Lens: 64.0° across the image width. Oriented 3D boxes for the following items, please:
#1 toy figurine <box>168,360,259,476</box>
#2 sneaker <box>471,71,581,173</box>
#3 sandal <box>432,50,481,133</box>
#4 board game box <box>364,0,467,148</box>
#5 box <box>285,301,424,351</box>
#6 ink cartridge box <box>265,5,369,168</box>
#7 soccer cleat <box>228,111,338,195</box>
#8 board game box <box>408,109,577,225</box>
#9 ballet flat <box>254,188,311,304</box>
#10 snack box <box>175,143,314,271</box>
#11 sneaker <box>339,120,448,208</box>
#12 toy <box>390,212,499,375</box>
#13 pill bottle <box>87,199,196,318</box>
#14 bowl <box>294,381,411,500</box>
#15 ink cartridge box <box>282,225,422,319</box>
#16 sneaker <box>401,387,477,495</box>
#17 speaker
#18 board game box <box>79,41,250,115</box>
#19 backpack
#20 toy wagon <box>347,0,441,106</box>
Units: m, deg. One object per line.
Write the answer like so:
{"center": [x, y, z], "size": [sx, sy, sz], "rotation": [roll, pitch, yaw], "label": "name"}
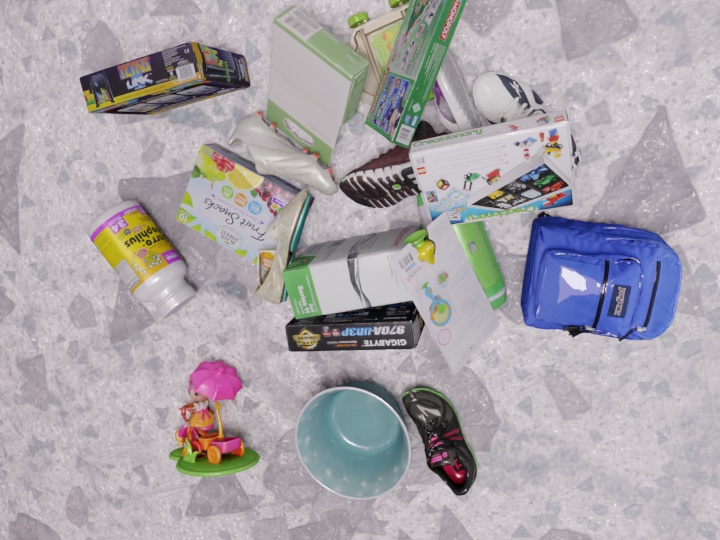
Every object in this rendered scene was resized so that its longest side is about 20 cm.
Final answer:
{"center": [-0.280, 0.259, 1.066], "size": [0.199, 0.149, 0.186], "rotation": [-2, 89, 40], "label": "toy figurine"}
{"center": [0.232, -0.201, 0.800], "size": [0.079, 0.130, 0.200], "rotation": [-38, 92, 18], "label": "sneaker"}
{"center": [0.132, -0.232, 0.832], "size": [0.049, 0.083, 0.204], "rotation": [-18, 111, 30], "label": "sandal"}
{"center": [0.070, -0.280, 0.783], "size": [0.029, 0.135, 0.201], "rotation": [15, 109, -21], "label": "board game box"}
{"center": [0.000, 0.075, 0.911], "size": [0.198, 0.159, 0.046], "rotation": [-4, 105, 15], "label": "box"}
{"center": [-0.073, -0.268, 0.871], "size": [0.145, 0.048, 0.200], "rotation": [39, 152, 9], "label": "ink cartridge box"}
{"center": [-0.123, -0.173, 0.928], "size": [0.199, 0.069, 0.078], "rotation": [38, 83, 9], "label": "soccer cleat"}
{"center": [0.176, -0.127, 0.760], "size": [0.198, 0.035, 0.127], "rotation": [-8, 131, 19], "label": "board game box"}
{"center": [-0.129, -0.038, 0.917], "size": [0.062, 0.068, 0.202], "rotation": [16, 110, -1], "label": "ballet flat"}
{"center": [-0.196, -0.105, 0.975], "size": [0.199, 0.053, 0.143], "rotation": [28, 110, 5], "label": "snack box"}
{"center": [0.061, -0.167, 0.891], "size": [0.199, 0.116, 0.076], "rotation": [-3, 144, 44], "label": "sneaker"}
{"center": [0.114, 0.032, 0.817], "size": [0.047, 0.115, 0.201], "rotation": [8, 133, 54], "label": "toy"}
{"center": [-0.379, -0.017, 1.018], "size": [0.104, 0.104, 0.201], "rotation": [-37, 92, 19], "label": "pill bottle"}
{"center": [-0.002, 0.273, 0.987], "size": [0.199, 0.105, 0.203], "rotation": [3, 103, 14], "label": "bowl"}
{"center": [0.000, 0.000, 0.899], "size": [0.198, 0.147, 0.084], "rotation": [-10, 105, 17], "label": "ink cartridge box"}
{"center": [0.137, 0.284, 0.964], "size": [0.076, 0.084, 0.201], "rotation": [-32, 94, 19], "label": "sneaker"}
{"center": [0.155, -0.035, 0.884], "size": [0.088, 0.088, 0.202], "rotation": [-20, 97, 18], "label": "speaker"}
{"center": [-0.297, -0.294, 0.898], "size": [0.198, 0.165, 0.057], "rotation": [-10, 102, 16], "label": "board game box"}
{"center": [0.338, 0.023, 0.809], "size": [0.198, 0.168, 0.164], "rotation": [7, 111, 9], "label": "backpack"}
{"center": [0.032, -0.314, 0.875], "size": [0.198, 0.040, 0.157], "rotation": [-18, 98, 19], "label": "toy wagon"}
